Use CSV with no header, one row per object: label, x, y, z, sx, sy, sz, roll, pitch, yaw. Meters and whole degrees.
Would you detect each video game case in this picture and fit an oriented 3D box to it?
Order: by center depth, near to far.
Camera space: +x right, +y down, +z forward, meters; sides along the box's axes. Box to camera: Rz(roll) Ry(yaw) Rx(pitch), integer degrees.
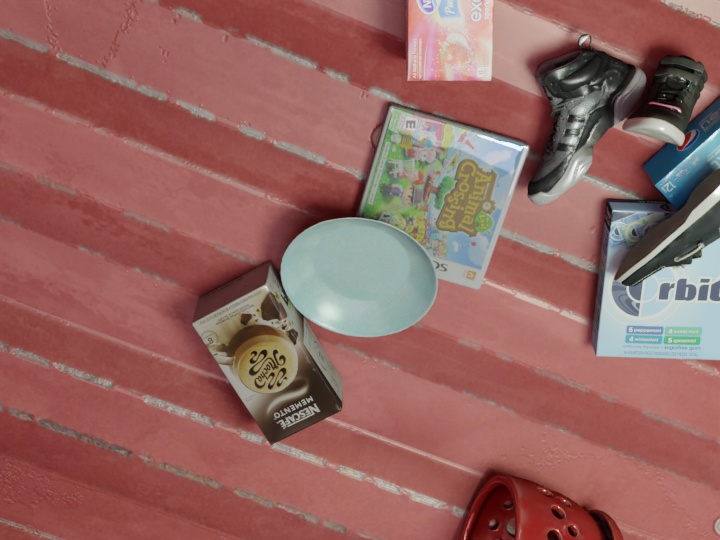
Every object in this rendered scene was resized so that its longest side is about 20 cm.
video game case,0.094,-0.089,1.524,0.179,0.022,0.202,15,113,-6

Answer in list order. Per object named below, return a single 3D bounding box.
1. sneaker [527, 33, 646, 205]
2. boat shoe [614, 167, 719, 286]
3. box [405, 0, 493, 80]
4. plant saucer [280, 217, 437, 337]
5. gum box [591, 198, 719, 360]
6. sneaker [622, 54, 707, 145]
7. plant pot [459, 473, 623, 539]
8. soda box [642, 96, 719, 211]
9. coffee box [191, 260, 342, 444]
sneaker,0.239,-0.182,1.456,0.113,0.076,0.201,34,104,-13
boat shoe,0.382,-0.036,1.447,0.060,0.076,0.200,38,132,-7
box,0.099,-0.323,1.382,0.101,0.095,0.203,1,114,1
plant saucer,0.000,0.000,1.536,0.198,0.039,0.203,5,133,5
gum box,0.388,0.013,1.553,0.167,0.045,0.203,2,113,0
sneaker,0.349,-0.198,1.393,0.070,0.200,0.101,19,102,15
plant pot,0.244,0.390,1.643,0.180,0.201,0.203,15,113,-16
soda box,0.438,-0.160,1.464,0.064,0.068,0.200,42,108,-18
coffee box,-0.116,0.108,1.580,0.112,0.080,0.201,-27,111,11
